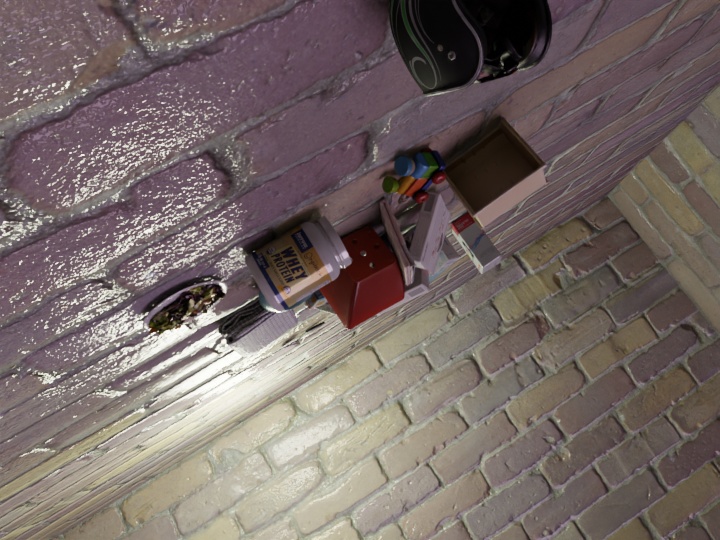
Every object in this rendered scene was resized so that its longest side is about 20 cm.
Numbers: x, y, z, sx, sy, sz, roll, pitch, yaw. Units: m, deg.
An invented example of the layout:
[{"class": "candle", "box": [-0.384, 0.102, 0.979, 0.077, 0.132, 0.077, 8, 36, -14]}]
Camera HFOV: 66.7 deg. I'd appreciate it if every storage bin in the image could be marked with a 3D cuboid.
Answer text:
[{"class": "storage bin", "box": [0.319, -0.242, 1.342, 0.199, 0.199, 0.094, -36, 148, 11]}]

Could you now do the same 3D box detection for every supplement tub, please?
[{"class": "supplement tub", "box": [-0.134, -0.017, 1.198, 0.199, 0.145, 0.145, -31, 166, -6]}]

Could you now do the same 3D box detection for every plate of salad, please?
[{"class": "plate of salad", "box": [-0.380, 0.088, 1.208, 0.199, 0.048, 0.200, -31, 165, -9]}]

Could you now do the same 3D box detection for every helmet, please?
[{"class": "helmet", "box": [0.128, -0.326, 0.665, 0.198, 0.192, 0.200, -14, -163, 4]}]

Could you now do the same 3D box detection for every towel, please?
[{"class": "towel", "box": [0.097, -0.070, 1.426, 0.032, 0.193, 0.200, -21, 165, -1]}, {"class": "towel", "box": [-0.283, 0.143, 1.522, 0.199, 0.086, 0.166, -36, 158, -10]}]

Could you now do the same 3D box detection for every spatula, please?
[{"class": "spatula", "box": [-0.222, 0.254, 2.131, 0.199, 0.021, 0.057, -35, 178, -2]}]

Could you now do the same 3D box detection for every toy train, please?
[{"class": "toy train", "box": [0.096, -0.193, 1.260, 0.115, 0.085, 0.200, -7, 153, -37]}]

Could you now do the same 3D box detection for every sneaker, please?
[{"class": "sneaker", "box": [0.132, -0.087, 1.703, 0.085, 0.078, 0.200, -3, -159, 32]}]

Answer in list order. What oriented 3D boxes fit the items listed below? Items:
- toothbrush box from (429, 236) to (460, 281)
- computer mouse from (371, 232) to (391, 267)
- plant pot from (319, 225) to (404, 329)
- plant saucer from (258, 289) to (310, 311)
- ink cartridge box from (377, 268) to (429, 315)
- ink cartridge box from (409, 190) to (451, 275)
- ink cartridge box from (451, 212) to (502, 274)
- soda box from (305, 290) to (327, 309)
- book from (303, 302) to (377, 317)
[{"class": "toothbrush box", "box": [0.213, -0.041, 1.854, 0.200, 0.147, 0.085, -42, 163, 34]}, {"class": "computer mouse", "box": [0.063, -0.021, 1.623, 0.046, 0.141, 0.200, -5, 150, -45]}, {"class": "plant pot", "box": [0.000, 0.000, 1.480, 0.199, 0.201, 0.177, -27, 154, -21]}, {"class": "plant saucer", "box": [-0.168, 0.033, 1.395, 0.199, 0.027, 0.201, -32, 148, -23]}, {"class": "ink cartridge box", "box": [0.120, 0.025, 1.688, 0.199, 0.177, 0.045, -29, 129, 32]}, {"class": "ink cartridge box", "box": [0.198, -0.101, 1.562, 0.176, 0.044, 0.202, 36, 69, -67]}, {"class": "ink cartridge box", "box": [0.424, -0.098, 2.006, 0.082, 0.201, 0.146, -33, 165, 3]}, {"class": "soda box", "box": [-0.085, 0.052, 1.687, 0.199, 0.064, 0.068, -21, 161, -42]}, {"class": "book", "box": [-0.062, 0.118, 1.732, 0.133, 0.199, 0.049, -1, 102, -58]}]
